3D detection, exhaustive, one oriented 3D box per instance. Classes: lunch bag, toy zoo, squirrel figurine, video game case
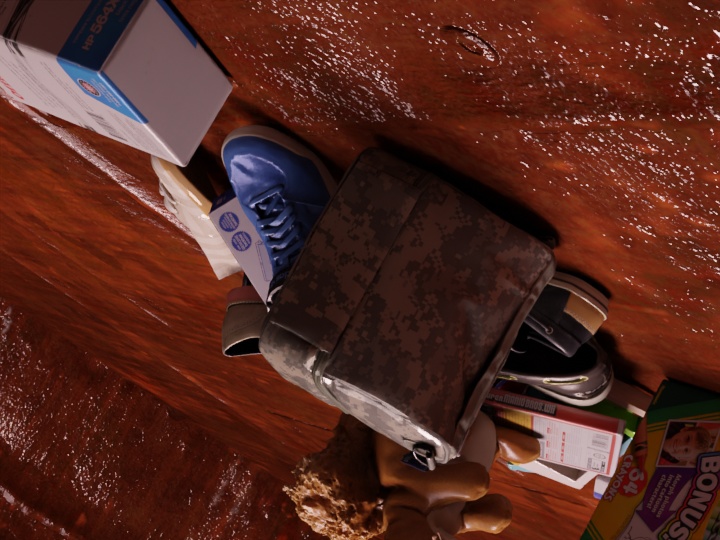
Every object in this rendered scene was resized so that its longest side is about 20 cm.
[{"bbox_3d":[0.040,0.033,1.350,0.167,0.201,0.139,25,166,23],"label":"lunch bag"},{"bbox_3d":[0.185,0.147,1.668,0.131,0.021,0.200,27,145,-8],"label":"toy zoo"},{"bbox_3d":[0.038,0.206,1.565,0.199,0.188,0.142,5,158,29],"label":"squirrel figurine"},{"bbox_3d":[0.141,0.141,1.614,0.199,0.018,0.143,13,160,10],"label":"video game case"}]

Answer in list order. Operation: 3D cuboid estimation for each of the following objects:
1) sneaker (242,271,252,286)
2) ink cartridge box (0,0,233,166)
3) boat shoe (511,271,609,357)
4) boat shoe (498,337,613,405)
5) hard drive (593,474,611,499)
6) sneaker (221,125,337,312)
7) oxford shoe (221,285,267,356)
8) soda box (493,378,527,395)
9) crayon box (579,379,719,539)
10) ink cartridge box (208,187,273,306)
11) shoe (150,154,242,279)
[{"bbox_3d":[-0.104,0.017,1.858,0.071,0.083,0.200,29,167,3],"label":"sneaker"},{"bbox_3d":[-0.223,-0.176,1.395,0.199,0.085,0.146,23,166,31],"label":"ink cartridge box"},{"bbox_3d":[0.124,0.031,1.467,0.074,0.062,0.200,36,167,-33],"label":"boat shoe"},{"bbox_3d":[0.125,0.062,1.549,0.200,0.072,0.061,13,158,17],"label":"boat shoe"},{"bbox_3d":[0.341,0.228,1.677,0.131,0.026,0.199,-2,-166,-44],"label":"hard drive"},{"bbox_3d":[-0.054,-0.021,1.462,0.076,0.111,0.200,-23,116,29],"label":"sneaker"},{"bbox_3d":[-0.042,0.063,1.730,0.199,0.075,0.071,1,151,20],"label":"oxford shoe"},{"bbox_3d":[0.153,0.142,1.812,0.071,0.064,0.200,35,167,-19],"label":"soda box"},{"bbox_3d":[0.286,0.207,1.461,0.172,0.201,0.058,16,161,46],"label":"crayon box"},{"bbox_3d":[-0.068,0.014,1.625,0.201,0.044,0.094,57,-175,-10],"label":"ink cartridge box"},{"bbox_3d":[-0.156,-0.054,1.699,0.200,0.053,0.070,54,-170,-50],"label":"shoe"}]
